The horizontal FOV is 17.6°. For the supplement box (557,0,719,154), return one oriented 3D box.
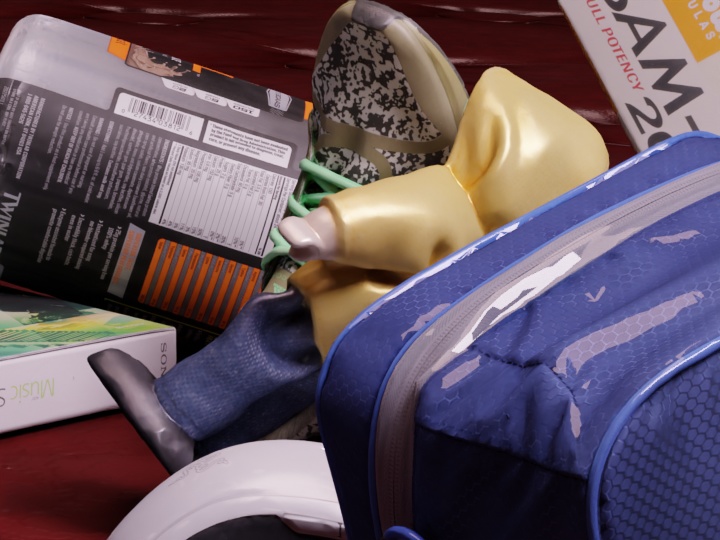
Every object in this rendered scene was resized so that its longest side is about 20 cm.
[{"bbox_3d":[0.170,-0.051,1.052,0.073,0.127,0.200,-30,-30,9],"label":"supplement box"}]

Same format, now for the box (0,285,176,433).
[{"bbox_3d":[-0.198,0.031,1.008,0.199,0.037,0.144,13,15,38],"label":"box"}]

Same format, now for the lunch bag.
[{"bbox_3d":[0.082,0.054,0.649,0.199,0.137,0.132,-26,25,-31],"label":"lunch bag"}]

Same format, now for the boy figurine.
[{"bbox_3d":[0.000,0.000,0.833,0.064,0.200,0.124,49,-4,24],"label":"boy figurine"}]

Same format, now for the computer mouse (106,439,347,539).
[{"bbox_3d":[0.014,0.082,0.784,0.199,0.044,0.110,1,12,-8],"label":"computer mouse"}]

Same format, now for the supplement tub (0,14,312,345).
[{"bbox_3d":[-0.081,-0.032,1.071,0.199,0.123,0.123,18,9,-7],"label":"supplement tub"}]

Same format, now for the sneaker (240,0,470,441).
[{"bbox_3d":[-0.008,-0.006,0.899,0.077,0.201,0.089,23,36,24],"label":"sneaker"}]
